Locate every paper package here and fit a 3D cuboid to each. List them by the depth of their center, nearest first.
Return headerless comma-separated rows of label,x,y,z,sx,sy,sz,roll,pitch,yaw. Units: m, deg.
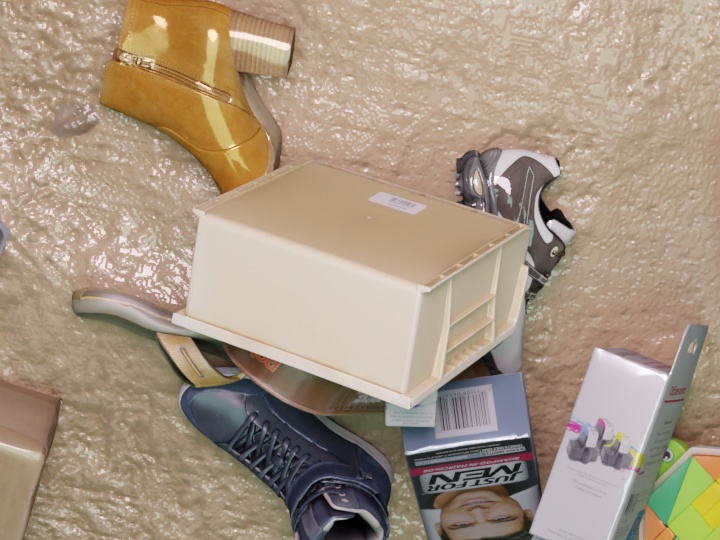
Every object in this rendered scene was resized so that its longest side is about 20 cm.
paper package,-0.367,0.176,1.735,0.200,0.103,0.191,16,112,-7

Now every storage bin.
storage bin,0.000,0.000,1.566,0.200,0.199,0.094,18,114,24

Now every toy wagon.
toy wagon,0.290,0.208,1.729,0.155,0.040,0.200,-47,70,19

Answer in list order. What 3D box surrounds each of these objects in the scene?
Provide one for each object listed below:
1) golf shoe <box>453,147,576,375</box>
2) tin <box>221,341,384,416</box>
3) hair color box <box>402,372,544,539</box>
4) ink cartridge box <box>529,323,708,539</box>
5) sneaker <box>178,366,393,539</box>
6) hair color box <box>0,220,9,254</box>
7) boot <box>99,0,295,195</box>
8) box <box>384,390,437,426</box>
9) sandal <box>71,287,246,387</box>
golf shoe,0.128,-0.002,1.672,0.094,0.078,0.200,-6,115,2
tin,-0.028,0.067,1.646,0.112,0.200,0.042,46,110,24
hair color box,0.093,0.160,1.696,0.099,0.061,0.200,-8,149,5
ink cartridge box,0.211,0.127,1.686,0.068,0.115,0.200,21,94,17
sneaker,-0.061,0.163,1.709,0.202,0.146,0.077,29,113,-11
hair color box,-0.393,-0.010,1.674,0.200,0.061,0.099,-30,111,12
boot,-0.133,-0.114,1.631,0.144,0.071,0.201,9,111,2
box,0.037,0.055,1.628,0.041,0.200,0.039,2,117,-1
sandal,-0.143,0.064,1.694,0.200,0.080,0.054,17,76,-3
